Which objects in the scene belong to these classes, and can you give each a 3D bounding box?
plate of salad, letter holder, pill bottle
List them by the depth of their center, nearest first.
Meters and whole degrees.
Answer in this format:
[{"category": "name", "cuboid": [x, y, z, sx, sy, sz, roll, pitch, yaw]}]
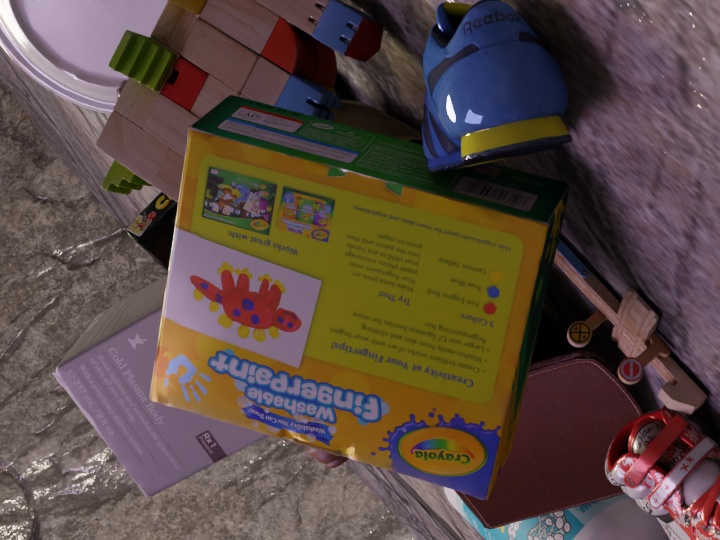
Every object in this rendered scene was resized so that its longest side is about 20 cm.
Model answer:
[{"category": "letter holder", "cuboid": [0.112, 0.073, 1.309, 0.200, 0.142, 0.101, 52, -153, -54]}, {"category": "plate of salad", "cuboid": [-0.172, -0.199, 1.389, 0.200, 0.200, 0.048, 52, -150, -20]}, {"category": "pill bottle", "cuboid": [0.159, 0.188, 1.493, 0.200, 0.111, 0.111, 42, 169, 39]}]

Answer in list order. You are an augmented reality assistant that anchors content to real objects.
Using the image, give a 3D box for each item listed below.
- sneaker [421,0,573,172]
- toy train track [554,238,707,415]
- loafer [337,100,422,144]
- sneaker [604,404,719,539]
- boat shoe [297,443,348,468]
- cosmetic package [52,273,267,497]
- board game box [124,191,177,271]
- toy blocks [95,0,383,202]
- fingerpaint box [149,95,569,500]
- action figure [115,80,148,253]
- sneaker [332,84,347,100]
[{"category": "sneaker", "cuboid": [0.061, -0.091, 0.980, 0.200, 0.066, 0.079, 165, 91, -87]}, {"category": "toy train track", "cuboid": [0.122, 0.012, 1.174, 0.200, 0.033, 0.115, 49, 172, 14]}, {"category": "loafer", "cuboid": [0.023, -0.058, 1.258, 0.200, 0.076, 0.068, 42, 160, 42]}, {"category": "sneaker", "cuboid": [0.206, 0.138, 1.148, 0.108, 0.067, 0.201, 43, 177, -15]}, {"category": "boat shoe", "cuboid": [0.008, 0.081, 1.355, 0.068, 0.072, 0.200, 58, -149, 3]}, {"category": "cosmetic package", "cuboid": [-0.069, 0.041, 1.212, 0.107, 0.200, 0.090, 55, -155, -12]}, {"category": "board game box", "cuboid": [-0.061, -0.007, 1.325, 0.023, 0.105, 0.200, 40, 174, 44]}, {"category": "toy blocks", "cuboid": [-0.064, -0.105, 1.197, 0.136, 0.201, 0.100, 34, -169, 26]}, {"category": "fingerpaint box", "cuboid": [-0.002, 0.013, 1.097, 0.199, 0.168, 0.073, 15, -157, 11]}, {"category": "action figure", "cuboid": [-0.102, -0.094, 1.325, 0.119, 0.102, 0.201, -136, 50, -59]}, {"category": "sneaker", "cuboid": [-0.078, -0.117, 1.444, 0.078, 0.090, 0.200, 52, 171, -24]}]
